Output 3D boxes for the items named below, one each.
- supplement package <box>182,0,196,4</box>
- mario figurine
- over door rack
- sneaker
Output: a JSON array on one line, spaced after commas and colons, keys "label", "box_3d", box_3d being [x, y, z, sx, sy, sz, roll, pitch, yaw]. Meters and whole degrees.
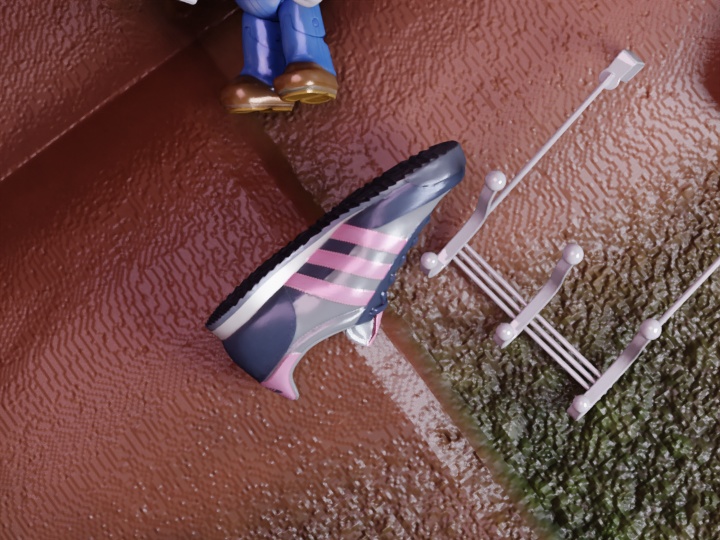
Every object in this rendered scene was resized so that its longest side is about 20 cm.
[{"label": "supplement package", "box_3d": [-0.139, -0.299, 1.568, 0.156, 0.111, 0.200, 45, 114, 45]}, {"label": "mario figurine", "box_3d": [-0.074, -0.204, 1.615, 0.123, 0.106, 0.201, -8, 84, 8]}, {"label": "over door rack", "box_3d": [0.154, -0.027, 1.584, 0.148, 0.067, 0.200, 44, 90, 9]}, {"label": "sneaker", "box_3d": [0.000, 0.000, 1.609, 0.200, 0.070, 0.082, -38, 99, 3]}]
